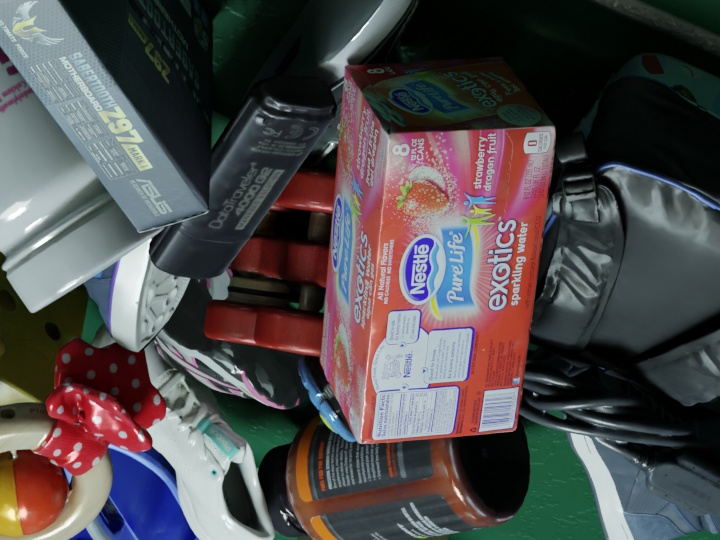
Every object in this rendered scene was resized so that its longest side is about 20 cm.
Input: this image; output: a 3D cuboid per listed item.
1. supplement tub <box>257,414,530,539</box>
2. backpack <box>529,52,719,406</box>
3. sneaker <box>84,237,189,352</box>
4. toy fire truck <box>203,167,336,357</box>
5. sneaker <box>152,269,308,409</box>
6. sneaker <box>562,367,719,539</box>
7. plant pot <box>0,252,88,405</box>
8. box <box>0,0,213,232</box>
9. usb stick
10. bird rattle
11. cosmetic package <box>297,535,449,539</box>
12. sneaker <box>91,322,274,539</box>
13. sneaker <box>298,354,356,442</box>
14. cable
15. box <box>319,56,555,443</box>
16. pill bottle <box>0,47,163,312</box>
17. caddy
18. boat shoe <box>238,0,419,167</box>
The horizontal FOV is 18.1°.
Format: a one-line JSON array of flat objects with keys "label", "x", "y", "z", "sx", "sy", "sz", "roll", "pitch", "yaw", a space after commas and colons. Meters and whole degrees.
[{"label": "supplement tub", "x": 0.019, "y": 0.148, "z": 1.663, "sx": 0.199, "sy": 0.108, "sz": 0.107, "roll": -14, "pitch": 137, "yaw": 36}, {"label": "backpack", "x": 0.179, "y": -0.019, "z": 1.323, "sx": 0.199, "sy": 0.155, "sz": 0.191, "roll": 28, "pitch": 138, "yaw": -6}, {"label": "sneaker", "x": -0.182, "y": -0.052, "z": 1.452, "sx": 0.146, "sy": 0.081, "sz": 0.201, "roll": 26, "pitch": 138, "yaw": 18}, {"label": "toy fire truck", "x": 0.000, "y": 0.000, "z": 1.441, "sx": 0.167, "sy": 0.113, "sz": 0.200, "roll": 8, "pitch": 179, "yaw": -26}, {"label": "sneaker", "x": -0.124, "y": 0.036, "z": 1.587, "sx": 0.086, "sy": 0.081, "sz": 0.200, "roll": -5, "pitch": 137, "yaw": 44}, {"label": "sneaker", "x": 0.221, "y": 0.109, "z": 1.563, "sx": 0.145, "sy": 0.077, "sz": 0.203, "roll": -9, "pitch": 132, "yaw": 18}, {"label": "plant pot", "x": -0.304, "y": 0.063, "z": 1.600, "sx": 0.200, "sy": 0.201, "sz": 0.176, "roll": 36, "pitch": 127, "yaw": -28}, {"label": "box", "x": -0.144, "y": -0.143, "z": 1.255, "sx": 0.051, "sy": 0.158, "sz": 0.200, "roll": -15, "pitch": 137, "yaw": 17}, {"label": "usb stick", "x": -0.072, "y": -0.052, "z": 1.336, "sx": 0.055, "sy": 0.033, "sz": 0.200, "roll": 6, "pitch": 149, "yaw": -23}, {"label": "bird rattle", "x": -0.227, "y": 0.123, "z": 1.513, "sx": 0.199, "sy": 0.113, "sz": 0.164, "roll": -16, "pitch": 137, "yaw": -16}, {"label": "cosmetic package", "x": -0.004, "y": 0.261, "z": 1.751, "sx": 0.105, "sy": 0.201, "sz": 0.071, "roll": -14, "pitch": 136, "yaw": 34}, {"label": "sneaker", "x": -0.119, "y": 0.116, "z": 1.645, "sx": 0.201, "sy": 0.075, "sz": 0.088, "roll": 59, "pitch": 156, "yaw": -17}, {"label": "sneaker", "x": 0.031, "y": 0.057, "z": 1.496, "sx": 0.083, "sy": 0.199, "sz": 0.071, "roll": -37, "pitch": 77, "yaw": 35}, {"label": "cable", "x": 0.151, "y": 0.084, "z": 1.412, "sx": 0.199, "sy": 0.051, "sz": 0.163, "roll": 26, "pitch": -170, "yaw": -33}, {"label": "box", "x": 0.040, "y": -0.012, "z": 1.280, "sx": 0.099, "sy": 0.096, "sz": 0.201, "roll": -4, "pitch": 120, "yaw": -16}, {"label": "pill bottle", "x": -0.206, "y": -0.084, "z": 1.320, "sx": 0.113, "sy": 0.113, "sz": 0.201, "roll": -30, "pitch": 94, "yaw": 46}, {"label": "caddy", "x": -0.193, "y": 0.162, "z": 1.762, "sx": 0.140, "sy": 0.106, "sz": 0.200, "roll": 2, "pitch": 144, "yaw": 20}, {"label": "boat shoe", "x": -0.005, "y": -0.118, "z": 1.319, "sx": 0.068, "sy": 0.074, "sz": 0.199, "roll": 19, "pitch": 141, "yaw": -21}]
